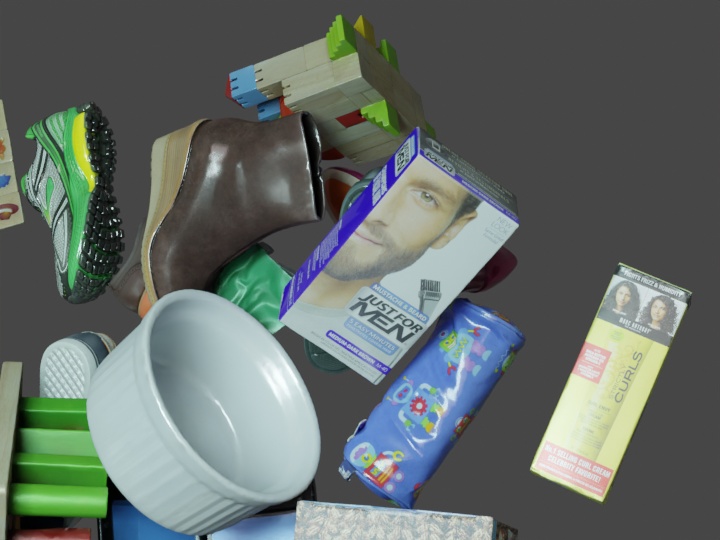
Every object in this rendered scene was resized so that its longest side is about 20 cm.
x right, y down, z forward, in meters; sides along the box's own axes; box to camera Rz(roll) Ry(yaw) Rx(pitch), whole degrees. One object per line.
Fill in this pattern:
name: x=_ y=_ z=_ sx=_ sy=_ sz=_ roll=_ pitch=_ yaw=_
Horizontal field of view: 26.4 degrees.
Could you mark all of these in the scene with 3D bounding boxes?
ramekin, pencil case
ramekin: x=-0.136 y=0.126 z=1.302 sx=0.098 sy=0.200 sz=0.201 roll=-36 pitch=72 yaw=29
pencil case: x=0.062 y=0.116 z=1.368 sx=0.087 sy=0.078 sz=0.200 roll=34 pitch=87 yaw=24

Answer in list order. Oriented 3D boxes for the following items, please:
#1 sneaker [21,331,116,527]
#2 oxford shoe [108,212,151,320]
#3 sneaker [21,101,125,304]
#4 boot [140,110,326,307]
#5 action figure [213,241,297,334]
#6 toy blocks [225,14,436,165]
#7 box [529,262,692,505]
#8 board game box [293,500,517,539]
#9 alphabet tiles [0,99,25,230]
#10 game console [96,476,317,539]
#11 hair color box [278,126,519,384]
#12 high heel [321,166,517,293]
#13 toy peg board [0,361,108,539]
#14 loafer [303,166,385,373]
sneaker: x=-0.264 y=0.153 z=1.432 sx=0.078 sy=0.079 sz=0.201 roll=20 pitch=108 yaw=16
oxford shoe: x=-0.170 y=-0.049 z=1.455 sx=0.072 sy=0.071 sz=0.200 roll=30 pitch=86 yaw=21
sneaker: x=-0.281 y=-0.060 z=1.483 sx=0.085 sy=0.078 sz=0.201 roll=-13 pitch=67 yaw=15
boot: x=-0.109 y=-0.037 z=1.348 sx=0.166 sy=0.072 sz=0.201 roll=-4 pitch=89 yaw=29
action figure: x=-0.138 y=0.065 z=1.425 sx=0.200 sy=0.055 sz=0.118 roll=-51 pitch=60 yaw=10
toy blocks: x=-0.031 y=-0.146 z=1.396 sx=0.136 sy=0.200 sz=0.100 roll=-18 pitch=66 yaw=20
box: x=0.221 y=0.100 z=1.352 sx=0.075 sy=0.050 sz=0.201 roll=24 pitch=84 yaw=14
board game box: x=0.041 y=0.252 z=1.279 sx=0.159 sy=0.200 sz=0.097 roll=3 pitch=79 yaw=13
alphabet tiles: x=-0.426 y=-0.089 z=1.547 sx=0.166 sy=0.006 sz=0.201 roll=-15 pitch=76 yaw=8
game console: x=-0.127 y=0.276 z=1.352 sx=0.175 sy=0.116 sz=0.201 roll=-8 pitch=77 yaw=10
hair color box: x=0.031 y=-0.010 z=1.307 sx=0.109 sy=0.065 sz=0.200 roll=33 pitch=113 yaw=-15
high heel: x=0.050 y=-0.041 z=1.430 sx=0.200 sy=0.096 sz=0.068 roll=43 pitch=130 yaw=29
toy peg board: x=-0.269 y=0.214 z=1.315 sx=0.097 sy=0.200 sz=0.200 roll=3 pitch=116 yaw=-10
loafer: x=0.000 y=0.000 z=1.388 sx=0.072 sy=0.063 sz=0.201 roll=18 pitch=119 yaw=1
